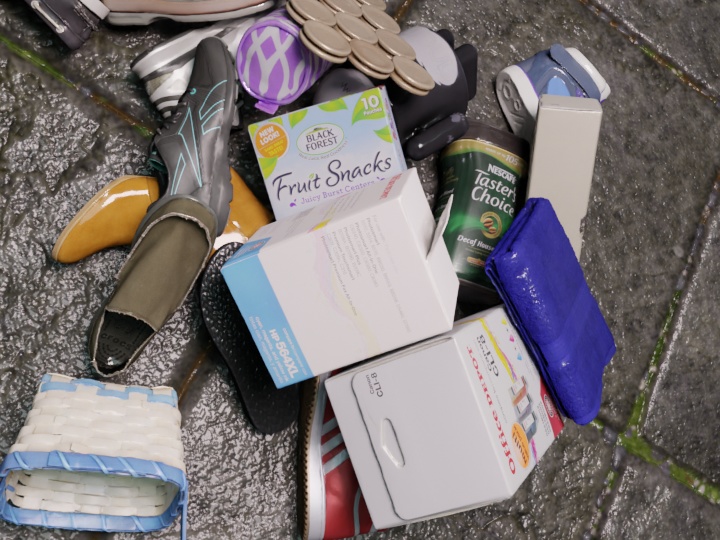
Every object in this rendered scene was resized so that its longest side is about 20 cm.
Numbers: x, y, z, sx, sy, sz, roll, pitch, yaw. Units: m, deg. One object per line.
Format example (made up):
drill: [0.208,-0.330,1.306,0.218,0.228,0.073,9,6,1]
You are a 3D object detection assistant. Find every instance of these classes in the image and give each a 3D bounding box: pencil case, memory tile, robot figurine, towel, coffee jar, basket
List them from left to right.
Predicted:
basket: [-0.229,0.201,0.650,0.173,0.140,0.202,12,45,-15]
pencil case: [-0.061,-0.235,0.785,0.083,0.086,0.200,25,31,4]
memory tile: [-0.015,-0.251,0.753,0.151,0.017,0.202,11,41,-34]
robot figurine: [0.041,-0.191,0.842,0.198,0.150,0.126,-33,105,-19]
coffee jar: [0.132,-0.070,0.866,0.103,0.085,0.204,17,74,-15]
towel: [0.199,0.039,0.780,0.202,0.049,0.148,62,36,-15]

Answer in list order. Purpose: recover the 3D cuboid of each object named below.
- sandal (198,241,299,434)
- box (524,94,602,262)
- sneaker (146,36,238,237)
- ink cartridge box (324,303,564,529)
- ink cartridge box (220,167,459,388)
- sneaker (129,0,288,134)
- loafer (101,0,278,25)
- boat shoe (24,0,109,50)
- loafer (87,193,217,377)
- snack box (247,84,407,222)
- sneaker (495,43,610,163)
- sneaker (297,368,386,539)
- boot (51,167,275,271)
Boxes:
sandal: [-0.118,0.070,0.763,0.074,0.048,0.204,-20,107,-25]
box: [0.221,-0.088,0.844,0.067,0.082,0.204,7,114,11]
sneaker: [-0.162,-0.135,0.726,0.078,0.075,0.204,5,76,-20]
ink cartridge box: [0.088,0.133,0.729,0.199,0.143,0.148,-15,83,-61]
ink cartridge box: [0.000,0.000,0.690,0.197,0.129,0.127,-19,104,16]
sneaker: [-0.142,-0.217,0.827,0.199,0.075,0.117,-36,108,-25]
loafer: [-0.183,-0.294,0.773,0.196,0.064,0.072,0,39,13]
boat shoe: [-0.350,-0.303,0.766,0.199,0.074,0.061,37,90,-2]
loafer: [-0.193,0.022,0.695,0.074,0.070,0.201,24,113,-23]
snack box: [-0.017,-0.070,0.768,0.140,0.053,0.203,-13,104,12]
sneaker: [0.268,-0.185,0.936,0.144,0.081,0.203,-20,80,-16]
sneaker: [-0.006,0.172,0.777,0.110,0.071,0.204,3,85,-13]
boot: [-0.190,-0.036,0.760,0.144,0.071,0.201,46,65,-3]
